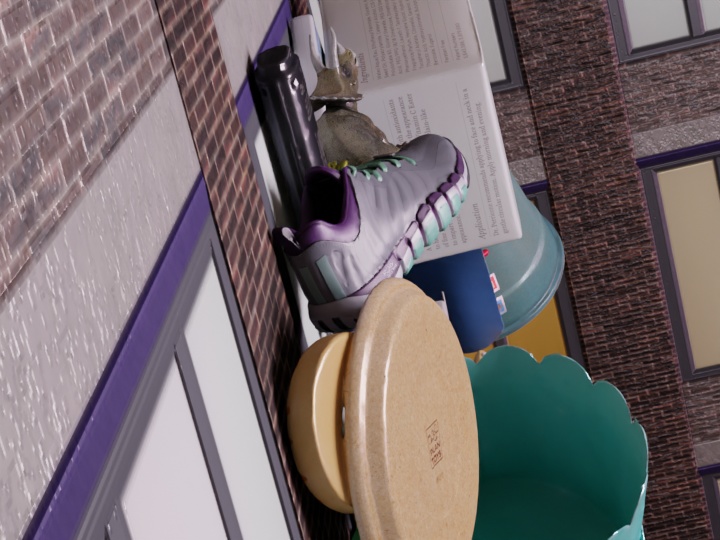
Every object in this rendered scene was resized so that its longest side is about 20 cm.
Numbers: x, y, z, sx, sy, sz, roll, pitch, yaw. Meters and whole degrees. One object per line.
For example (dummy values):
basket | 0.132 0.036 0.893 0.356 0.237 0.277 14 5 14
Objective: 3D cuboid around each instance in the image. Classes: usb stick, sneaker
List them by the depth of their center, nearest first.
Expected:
sneaker | 0.010 -0.050 1.087 0.088 0.074 0.200 60 35 -24
usb stick | -0.033 -0.051 1.130 0.055 0.033 0.200 -86 163 -65

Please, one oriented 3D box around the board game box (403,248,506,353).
board game box | 0.077 -0.017 1.637 0.158 0.039 0.200 4 -62 48

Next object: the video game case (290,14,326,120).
video game case | -0.020 -0.083 1.415 0.182 0.022 0.200 71 8 -52

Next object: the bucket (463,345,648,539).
bucket | 0.098 0.170 1.140 0.135 0.207 0.208 79 2 -45

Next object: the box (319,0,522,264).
box | 0.050 -0.144 1.477 0.200 0.130 0.199 -98 173 -48

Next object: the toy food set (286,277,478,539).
toy food set | 0.022 0.105 0.986 0.200 0.049 0.198 -60 139 -58

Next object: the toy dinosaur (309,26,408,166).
toy dinosaur | 0.000 -0.080 1.237 0.102 0.077 0.200 38 21 -38

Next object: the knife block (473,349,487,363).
knife block | 0.113 0.194 1.579 0.200 0.064 0.176 -82 -169 -66

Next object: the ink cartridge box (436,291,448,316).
ink cartridge box | 0.055 0.102 1.518 0.200 0.067 0.117 -85 164 -73

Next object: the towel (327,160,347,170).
towel | 0.000 0.000 1.236 0.200 0.018 0.086 85 -15 -65

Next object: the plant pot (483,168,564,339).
plant pot | 0.103 -0.054 1.843 0.196 0.200 0.201 61 16 -47
